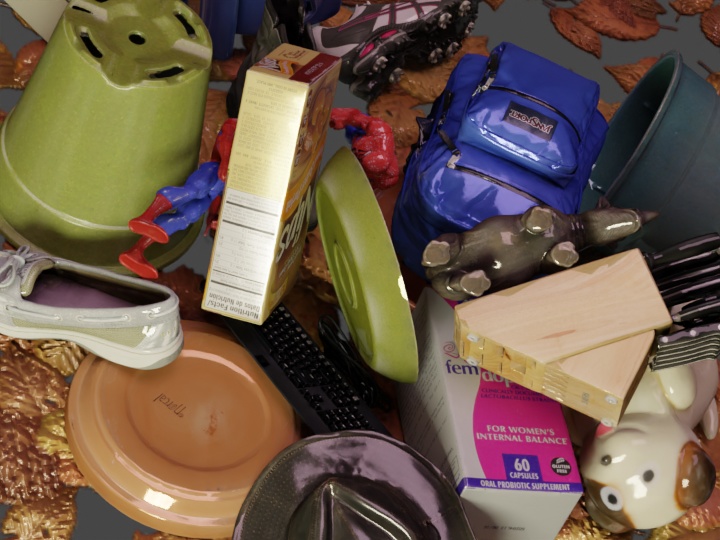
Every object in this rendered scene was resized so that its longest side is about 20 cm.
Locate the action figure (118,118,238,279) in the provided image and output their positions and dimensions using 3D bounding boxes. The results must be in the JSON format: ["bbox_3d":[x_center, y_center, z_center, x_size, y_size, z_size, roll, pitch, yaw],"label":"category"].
[{"bbox_3d":[-0.123,-0.067,1.552,0.052,0.065,0.200,23,42,10],"label":"action figure"}]

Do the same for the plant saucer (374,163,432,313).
[{"bbox_3d":[0.085,-0.013,1.711,0.200,0.037,0.200,11,48,-12],"label":"plant saucer"}]

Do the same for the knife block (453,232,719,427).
[{"bbox_3d":[0.193,0.022,1.505,0.200,0.064,0.176,24,67,12],"label":"knife block"}]

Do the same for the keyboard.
[{"bbox_3d":[-0.041,0.064,1.562,0.104,0.040,0.200,2,40,-49],"label":"keyboard"}]

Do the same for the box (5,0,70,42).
[{"bbox_3d":[-0.257,-0.249,1.755,0.200,0.068,0.082,43,49,16],"label":"box"}]

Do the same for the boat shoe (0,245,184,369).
[{"bbox_3d":[-0.232,0.017,1.511,0.202,0.065,0.074,19,42,17],"label":"boat shoe"}]

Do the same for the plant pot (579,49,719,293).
[{"bbox_3d":[0.314,-0.066,1.758,0.196,0.200,0.200,30,45,-6],"label":"plant pot"}]

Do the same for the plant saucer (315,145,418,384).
[{"bbox_3d":[0.000,0.000,1.550,0.031,0.200,0.200,-17,56,-8],"label":"plant saucer"}]

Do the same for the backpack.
[{"bbox_3d":[0.114,-0.082,1.646,0.162,0.168,0.200,22,52,4],"label":"backpack"}]

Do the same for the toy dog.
[{"bbox_3d":[0.229,0.121,1.599,0.194,0.139,0.200,54,31,-36],"label":"toy dog"}]

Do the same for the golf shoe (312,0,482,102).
[{"bbox_3d":[0.039,-0.239,1.869,0.088,0.077,0.200,37,44,24],"label":"golf shoe"}]

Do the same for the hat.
[{"bbox_3d":[-0.006,0.203,1.401,0.200,0.081,0.201,-1,70,3],"label":"hat"}]

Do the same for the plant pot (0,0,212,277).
[{"bbox_3d":[-0.203,-0.129,1.586,0.200,0.190,0.200,12,46,-12],"label":"plant pot"}]

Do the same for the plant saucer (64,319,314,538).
[{"bbox_3d":[-0.130,0.117,1.507,0.200,0.032,0.200,12,46,-12],"label":"plant saucer"}]

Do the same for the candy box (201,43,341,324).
[{"bbox_3d":[-0.070,-0.071,1.536,0.055,0.200,0.115,15,20,9],"label":"candy box"}]

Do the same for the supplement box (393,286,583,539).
[{"bbox_3d":[0.097,0.122,1.550,0.101,0.103,0.200,4,47,-18],"label":"supplement box"}]

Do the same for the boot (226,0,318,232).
[{"bbox_3d":[-0.069,-0.142,1.694,0.068,0.131,0.200,0,51,-23],"label":"boot"}]

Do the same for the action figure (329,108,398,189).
[{"bbox_3d":[0.000,-0.103,1.662,0.052,0.065,0.200,-9,10,-10],"label":"action figure"}]

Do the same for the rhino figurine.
[{"bbox_3d":[0.141,-0.022,1.524,0.200,0.087,0.060,-16,88,-7],"label":"rhino figurine"}]

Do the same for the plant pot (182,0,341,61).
[{"bbox_3d":[-0.134,-0.326,1.779,0.200,0.200,0.180,37,52,23],"label":"plant pot"}]
